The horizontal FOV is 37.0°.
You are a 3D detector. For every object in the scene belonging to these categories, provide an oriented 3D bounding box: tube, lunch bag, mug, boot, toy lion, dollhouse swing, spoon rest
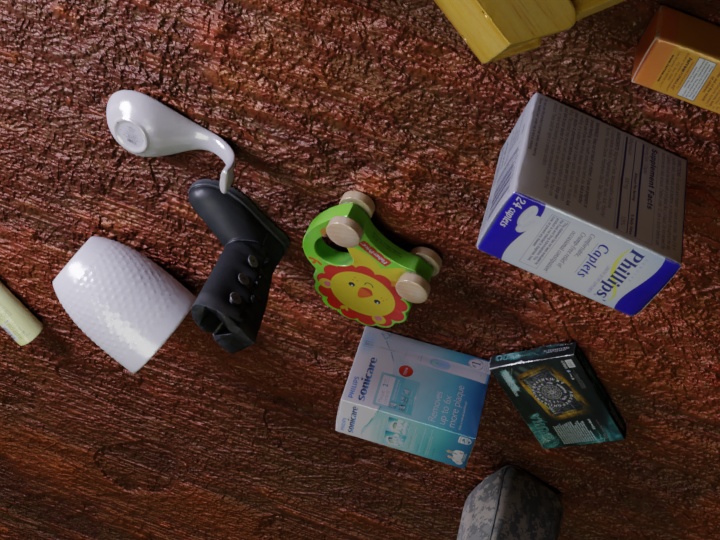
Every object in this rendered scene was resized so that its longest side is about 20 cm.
[{"bbox_3d":[-0.599,0.036,1.747,0.058,0.052,0.200,-39,116,-2],"label":"tube"},{"bbox_3d":[0.223,0.439,1.748,0.139,0.200,0.168,35,132,-13],"label":"lunch bag"},{"bbox_3d":[-0.363,0.042,1.605,0.175,0.148,0.200,41,164,-11],"label":"mug"},{"bbox_3d":[-0.186,-0.009,1.425,0.165,0.200,0.066,35,136,-17],"label":"boot"},{"bbox_3d":[0.000,0.000,1.478,0.200,0.069,0.192,39,142,-20],"label":"toy lion"},{"bbox_3d":[0.168,-0.297,1.027,0.176,0.200,0.182,-38,94,4],"label":"dollhouse swing"},{"bbox_3d":[-0.244,-0.170,1.399,0.200,0.061,0.099,28,138,11],"label":"spoon rest"}]

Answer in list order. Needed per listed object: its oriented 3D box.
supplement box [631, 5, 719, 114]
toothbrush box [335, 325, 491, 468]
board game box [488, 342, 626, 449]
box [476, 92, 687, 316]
[{"bbox_3d":[0.387,-0.201,1.113,0.200,0.067,0.069,20,138,1],"label":"supplement box"},{"bbox_3d":[0.079,0.183,1.569,0.200,0.147,0.085,16,137,6],"label":"toothbrush box"},{"bbox_3d":[0.291,0.188,1.581,0.135,0.028,0.200,-13,130,31],"label":"board game box"},{"bbox_3d":[0.252,-0.074,1.207,0.200,0.184,0.105,23,137,-4],"label":"box"}]
